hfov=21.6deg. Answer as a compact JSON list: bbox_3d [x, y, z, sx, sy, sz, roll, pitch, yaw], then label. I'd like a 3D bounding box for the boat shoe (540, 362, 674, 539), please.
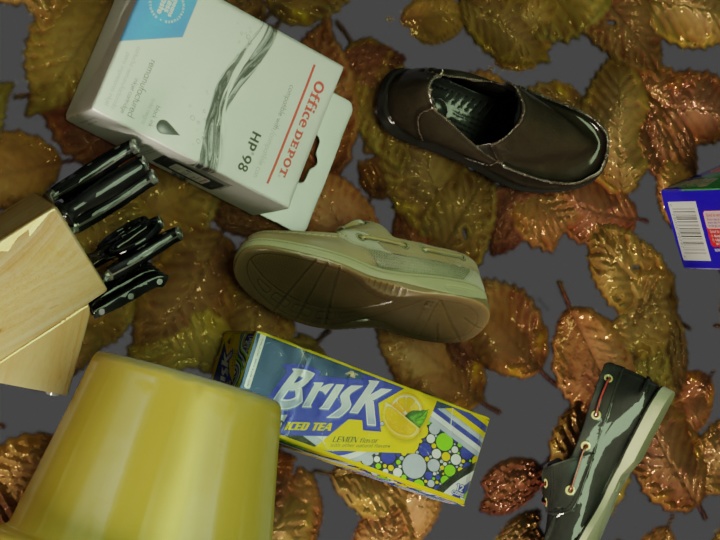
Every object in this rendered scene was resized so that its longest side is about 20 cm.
[{"bbox_3d":[0.171,0.169,1.454,0.063,0.074,0.202,26,86,14],"label":"boat shoe"}]

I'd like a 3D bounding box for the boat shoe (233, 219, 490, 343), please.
[{"bbox_3d":[0.000,0.000,1.381,0.199,0.072,0.065,11,47,-20],"label":"boat shoe"}]

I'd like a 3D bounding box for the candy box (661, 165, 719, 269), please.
[{"bbox_3d":[0.372,-0.065,1.499,0.199,0.169,0.077,-21,100,-25],"label":"candy box"}]

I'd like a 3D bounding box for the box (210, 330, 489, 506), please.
[{"bbox_3d":[-0.011,0.106,1.366,0.199,0.064,0.070,22,79,-24],"label":"box"}]

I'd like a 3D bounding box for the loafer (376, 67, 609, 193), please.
[{"bbox_3d":[0.111,-0.105,1.429,0.199,0.071,0.073,11,83,-25],"label":"loafer"}]

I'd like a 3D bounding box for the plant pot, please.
[{"bbox_3d":[-0.135,0.160,1.224,0.200,0.201,0.190,19,82,-24],"label":"plant pot"}]

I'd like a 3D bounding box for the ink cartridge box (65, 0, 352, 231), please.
[{"bbox_3d":[-0.092,-0.117,1.334,0.199,0.067,0.116,26,76,-22],"label":"ink cartridge box"}]

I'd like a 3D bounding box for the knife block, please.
[{"bbox_3d":[-0.224,-0.014,1.249,0.199,0.064,0.177,13,95,-24],"label":"knife block"}]
